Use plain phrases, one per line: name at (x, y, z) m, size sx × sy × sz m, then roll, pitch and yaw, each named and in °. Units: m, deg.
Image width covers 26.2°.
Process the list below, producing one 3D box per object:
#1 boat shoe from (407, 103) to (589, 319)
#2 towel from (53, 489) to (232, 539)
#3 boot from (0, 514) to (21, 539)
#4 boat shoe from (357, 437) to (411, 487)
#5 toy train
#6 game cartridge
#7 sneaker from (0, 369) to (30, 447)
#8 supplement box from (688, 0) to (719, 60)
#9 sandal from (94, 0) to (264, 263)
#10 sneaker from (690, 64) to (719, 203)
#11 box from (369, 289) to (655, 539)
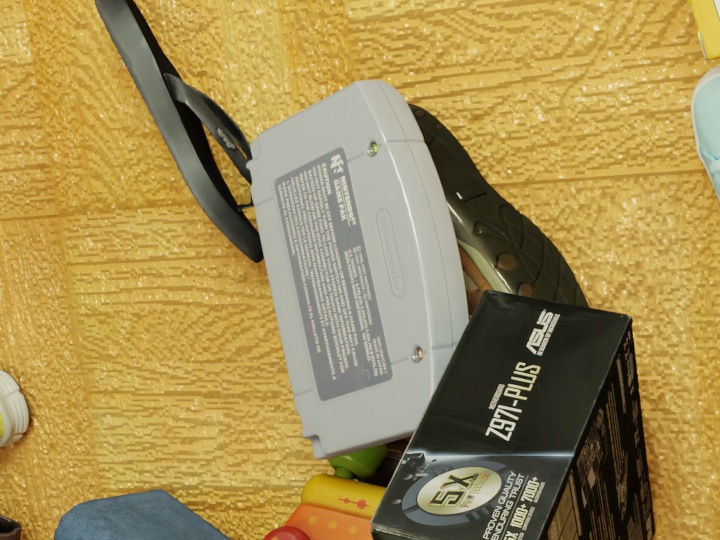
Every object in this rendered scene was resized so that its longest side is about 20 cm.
boat shoe at (0.060, -0.008, 0.925) m, size 0.200 × 0.076 × 0.074 m, roll 53°, pitch 124°, yaw 16°
towel at (-0.106, 0.215, 1.014) m, size 0.200 × 0.111 × 0.049 m, roll 31°, pitch 107°, yaw 35°
boot at (-0.344, 0.248, 1.188) m, size 0.199 × 0.072 × 0.167 m, roll 8°, pitch 108°, yaw 16°
boat shoe at (0.028, 0.208, 0.988) m, size 0.070 × 0.070 × 0.201 m, roll -3°, pitch 99°, yaw 31°
toy train at (-0.022, 0.145, 0.944) m, size 0.199 × 0.085 × 0.116 m, roll 10°, pitch 66°, yaw 26°
game cartridge at (0.000, 0.000, 0.894) m, size 0.133 × 0.041 × 0.201 m, roll -22°, pitch 77°, yaw 50°
sneaker at (-0.342, 0.131, 1.149) m, size 0.200 × 0.090 × 0.078 m, roll -30°, pitch 89°, yaw 31°
supplement box at (0.256, -0.189, 0.755) m, size 0.200 × 0.109 × 0.109 m, roll -17°, pitch 93°, yaw 29°
sandal at (-0.106, -0.098, 0.989) m, size 0.043 × 0.076 × 0.201 m, roll -29°, pitch 88°, yaw 3°
sneaker at (0.231, -0.019, 0.823) m, size 0.074 × 0.082 × 0.200 m, roll -29°, pitch 87°, yaw 29°
box at (0.091, 0.140, 0.841) m, size 0.086 × 0.164 × 0.200 m, roll 10°, pitch 141°, yaw 24°
